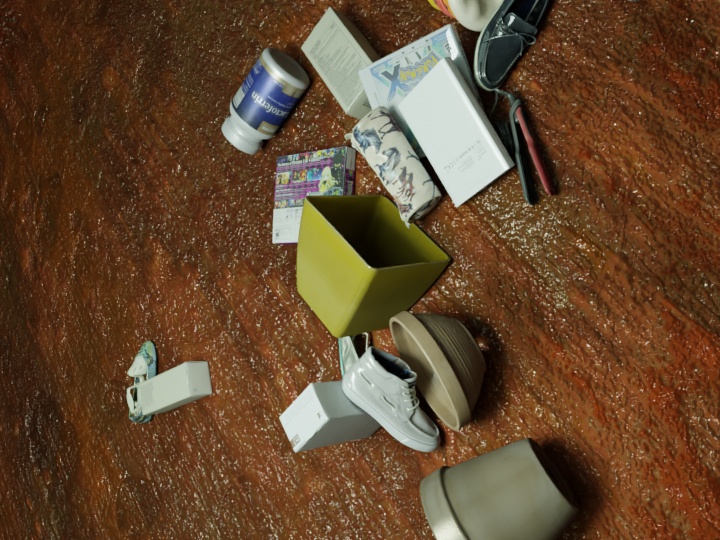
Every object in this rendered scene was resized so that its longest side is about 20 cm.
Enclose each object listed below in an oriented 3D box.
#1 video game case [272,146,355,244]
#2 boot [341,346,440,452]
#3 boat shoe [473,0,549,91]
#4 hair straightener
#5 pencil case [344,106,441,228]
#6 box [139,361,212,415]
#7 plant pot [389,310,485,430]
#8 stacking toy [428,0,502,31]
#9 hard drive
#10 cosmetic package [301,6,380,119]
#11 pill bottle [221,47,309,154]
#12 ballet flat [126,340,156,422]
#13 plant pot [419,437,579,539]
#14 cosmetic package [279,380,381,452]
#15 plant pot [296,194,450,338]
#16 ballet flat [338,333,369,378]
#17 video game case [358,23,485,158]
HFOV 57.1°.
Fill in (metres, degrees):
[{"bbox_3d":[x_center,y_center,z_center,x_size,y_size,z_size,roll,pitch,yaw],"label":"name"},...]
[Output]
[{"bbox_3d":[-0.097,-0.146,1.336,0.197,0.035,0.186,-1,85,40],"label":"video game case"},{"bbox_3d":[0.069,0.211,1.088,0.198,0.074,0.096,35,119,-5],"label":"boot"},{"bbox_3d":[0.241,-0.382,1.046,0.203,0.074,0.062,-63,24,11],"label":"boat shoe"},{"bbox_3d":[0.241,-0.195,1.051,0.076,0.041,0.204,-27,75,35],"label":"hair straightener"},{"bbox_3d":[0.060,-0.177,1.146,0.089,0.078,0.202,-34,83,11],"label":"pencil case"},{"bbox_3d":[-0.438,0.279,1.563,0.198,0.068,0.084,-23,72,36],"label":"box"},{"bbox_3d":[0.135,0.142,1.053,0.092,0.202,0.202,-28,60,-12],"label":"plant pot"},{"bbox_3d":[0.155,-0.482,1.121,0.199,0.144,0.149,29,105,56],"label":"stacking toy"},{"bbox_3d":[0.152,-0.223,1.081,0.132,0.026,0.202,-36,83,50],"label":"hard drive"},{"bbox_3d":[-0.022,-0.396,1.273,0.105,0.070,0.202,-45,60,27],"label":"cosmetic package"},{"bbox_3d":[-0.204,-0.353,1.395,0.200,0.115,0.117,-49,58,26],"label":"pill bottle"},{"bbox_3d":[-0.550,0.279,1.658,0.073,0.074,0.205,-8,81,39],"label":"ballet flat"},{"bbox_3d":[0.210,0.341,0.951,0.173,0.199,0.202,-39,62,13],"label":"plant pot"},{"bbox_3d":[-0.031,0.243,1.138,0.102,0.198,0.075,-47,58,26],"label":"cosmetic package"},{"bbox_3d":[0.000,0.000,1.152,0.200,0.198,0.178,46,125,33],"label":"plant pot"},{"bbox_3d":[-0.019,0.109,1.242,0.062,0.067,0.204,-16,75,9],"label":"ballet flat"},{"bbox_3d":[0.106,-0.293,1.138,0.197,0.022,0.185,-14,104,38],"label":"video game case"}]
